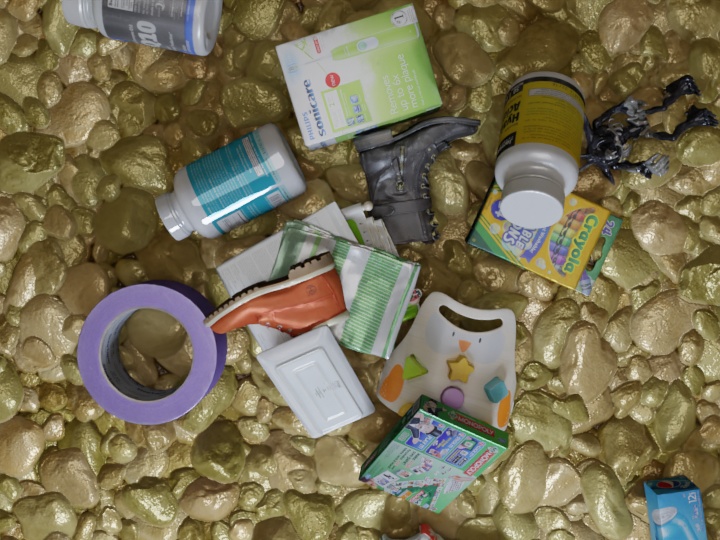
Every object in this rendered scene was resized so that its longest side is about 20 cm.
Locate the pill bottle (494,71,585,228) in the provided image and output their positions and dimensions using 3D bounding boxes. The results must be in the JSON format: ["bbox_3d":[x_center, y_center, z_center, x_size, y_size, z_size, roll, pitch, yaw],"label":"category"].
[{"bbox_3d":[0.240,-0.160,1.186,0.111,0.111,0.200,12,59,1],"label":"pill bottle"}]

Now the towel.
[{"bbox_3d":[-0.031,0.028,1.241,0.200,0.023,0.153,18,97,1],"label":"towel"}]

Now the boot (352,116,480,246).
[{"bbox_3d":[0.088,-0.125,1.266,0.200,0.069,0.174,-12,98,6],"label":"boot"}]

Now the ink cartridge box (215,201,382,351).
[{"bbox_3d":[-0.084,0.018,1.278,0.200,0.057,0.163,-30,93,1],"label":"ink cartridge box"}]

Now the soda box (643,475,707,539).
[{"bbox_3d":[0.463,0.406,1.277,0.064,0.068,0.200,-10,93,2],"label":"soda box"}]

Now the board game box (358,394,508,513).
[{"bbox_3d":[0.098,0.261,1.231,0.134,0.029,0.200,25,133,-10],"label":"board game box"}]

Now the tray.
[{"bbox_3d":[-0.057,0.166,1.243,0.107,0.022,0.200,-25,130,3],"label":"tray"}]

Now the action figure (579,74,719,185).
[{"bbox_3d":[0.388,-0.192,1.229,0.200,0.102,0.119,-30,104,2],"label":"action figure"}]

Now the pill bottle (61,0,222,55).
[{"bbox_3d":[-0.303,-0.373,1.231,0.200,0.114,0.114,11,94,1],"label":"pill bottle"}]

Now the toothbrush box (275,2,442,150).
[{"bbox_3d":[-0.001,-0.269,1.243,0.200,0.086,0.146,-16,93,4],"label":"toothbrush box"}]

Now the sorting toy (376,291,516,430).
[{"bbox_3d":[0.137,0.127,1.244,0.200,0.107,0.180,13,99,1],"label":"sorting toy"}]

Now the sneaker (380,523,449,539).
[{"bbox_3d":[0.119,0.420,1.286,0.199,0.070,0.094,-3,99,5],"label":"sneaker"}]

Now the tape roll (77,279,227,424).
[{"bbox_3d":[-0.298,0.115,1.274,0.200,0.085,0.200,0,93,1],"label":"tape roll"}]

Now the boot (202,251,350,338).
[{"bbox_3d":[-0.114,0.060,1.208,0.200,0.075,0.107,-22,99,6],"label":"boot"}]

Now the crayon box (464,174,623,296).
[{"bbox_3d":[0.267,-0.057,1.264,0.200,0.052,0.126,24,94,0],"label":"crayon box"}]

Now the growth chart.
[{"bbox_3d":[0.000,0.000,1.274,0.145,0.018,0.200,-27,96,21],"label":"growth chart"}]

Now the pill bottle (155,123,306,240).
[{"bbox_3d":[-0.185,-0.117,1.244,0.200,0.111,0.111,-26,92,3],"label":"pill bottle"}]
